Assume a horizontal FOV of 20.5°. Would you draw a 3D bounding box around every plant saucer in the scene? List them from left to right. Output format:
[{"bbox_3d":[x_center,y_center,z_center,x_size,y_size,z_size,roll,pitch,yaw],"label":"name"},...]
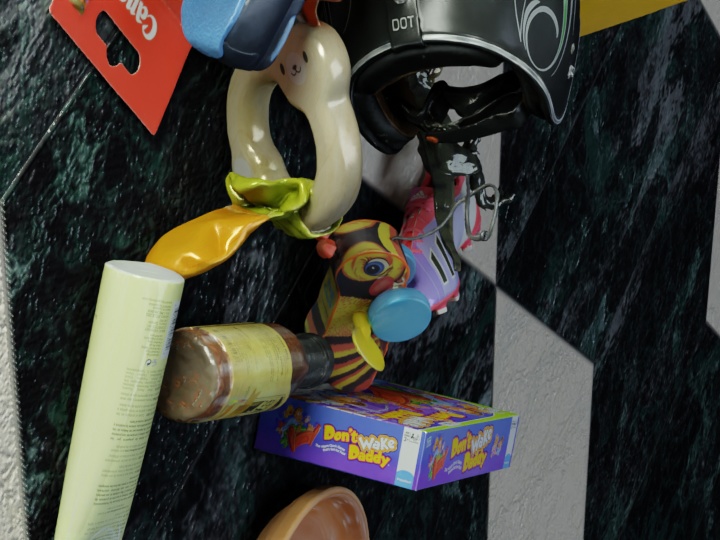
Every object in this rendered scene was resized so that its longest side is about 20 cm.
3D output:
[{"bbox_3d":[-0.052,0.263,1.553,0.200,0.037,0.201,-40,135,-55],"label":"plant saucer"}]

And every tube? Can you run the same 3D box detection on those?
[{"bbox_3d":[-0.155,0.095,1.238,0.058,0.052,0.201,8,99,-25],"label":"tube"}]

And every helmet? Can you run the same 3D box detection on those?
[{"bbox_3d":[0.065,-0.193,1.415,0.200,0.199,0.191,62,27,-55],"label":"helmet"}]

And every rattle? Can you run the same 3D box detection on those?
[{"bbox_3d":[-0.073,-0.107,1.260,0.142,0.130,0.201,-8,133,-21],"label":"rattle"}]

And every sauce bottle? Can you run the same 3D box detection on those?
[{"bbox_3d":[-0.076,0.067,1.370,0.200,0.066,0.066,0,101,-64],"label":"sauce bottle"}]

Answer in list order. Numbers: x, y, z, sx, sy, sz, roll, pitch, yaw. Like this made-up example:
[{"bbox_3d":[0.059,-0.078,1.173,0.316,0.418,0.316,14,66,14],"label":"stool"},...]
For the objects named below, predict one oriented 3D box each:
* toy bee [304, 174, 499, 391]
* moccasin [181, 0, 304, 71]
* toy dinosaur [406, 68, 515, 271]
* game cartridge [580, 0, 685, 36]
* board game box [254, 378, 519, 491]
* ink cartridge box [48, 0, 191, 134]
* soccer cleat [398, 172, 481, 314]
[{"bbox_3d":[0.000,0.000,1.468,0.108,0.131,0.201,14,107,-28],"label":"toy bee"},{"bbox_3d":[-0.044,-0.215,1.199,0.068,0.080,0.200,29,91,-50],"label":"moccasin"},{"bbox_3d":[0.076,-0.086,1.593,0.088,0.047,0.201,14,61,-51],"label":"toy dinosaur"},{"bbox_3d":[0.174,-0.254,1.630,0.176,0.199,0.033,59,15,-58],"label":"game cartridge"},{"bbox_3d":[0.025,0.123,1.536,0.200,0.134,0.045,0,101,-66],"label":"board game box"},{"bbox_3d":[-0.102,-0.202,1.208,0.163,0.057,0.201,53,49,-60],"label":"ink cartridge box"},{"bbox_3d":[0.051,-0.024,1.599,0.077,0.066,0.200,68,25,-20],"label":"soccer cleat"}]
